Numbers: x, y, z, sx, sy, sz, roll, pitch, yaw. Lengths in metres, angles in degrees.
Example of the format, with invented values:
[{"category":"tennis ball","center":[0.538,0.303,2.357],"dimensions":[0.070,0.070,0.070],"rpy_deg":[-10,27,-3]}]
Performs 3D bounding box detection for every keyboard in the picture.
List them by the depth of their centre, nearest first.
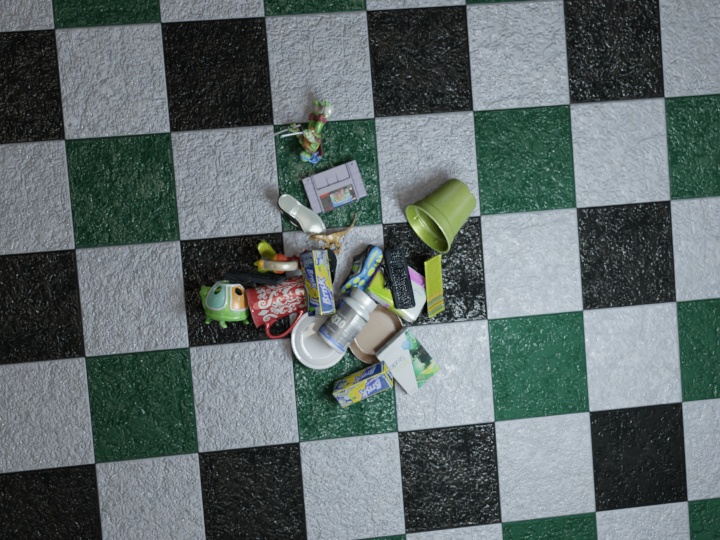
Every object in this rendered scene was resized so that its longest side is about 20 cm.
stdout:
[{"category":"keyboard","center":[-0.351,0.024,1.678],"dimensions":[0.195,0.127,0.021],"rpy_deg":[7,110,17]},{"category":"keyboard","center":[0.121,0.027,1.695],"dimensions":[0.102,0.040,0.205],"rpy_deg":[-10,81,-16]}]

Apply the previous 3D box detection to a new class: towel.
[{"category":"towel","center":[0.248,0.053,1.737],"dimensions":[0.085,0.018,0.205],"rpy_deg":[-28,120,-41]}]

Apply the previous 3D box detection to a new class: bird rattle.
[{"category":"bird rattle","center":[-0.256,-0.019,1.696],"dimensions":[0.195,0.163,0.115],"rpy_deg":[15,102,4]}]

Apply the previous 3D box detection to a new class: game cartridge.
[{"category":"game cartridge","center":[-0.087,-0.279,1.758],"dimensions":[0.196,0.038,0.132],"rpy_deg":[-20,89,-3]}]

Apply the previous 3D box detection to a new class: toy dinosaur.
[{"category":"toy dinosaur","center":[-0.080,-0.111,1.740],"dimensions":[0.197,0.108,0.060],"rpy_deg":[-22,49,-35]}]

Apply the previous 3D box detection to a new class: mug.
[{"category":"mug","center":[-0.260,0.114,1.721],"dimensions":[0.196,0.134,0.181],"rpy_deg":[-17,110,-7]}]

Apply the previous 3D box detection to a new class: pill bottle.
[{"category":"pill bottle","center":[-0.042,0.161,1.695],"dimensions":[0.113,0.114,0.201],"rpy_deg":[39,85,-4]}]

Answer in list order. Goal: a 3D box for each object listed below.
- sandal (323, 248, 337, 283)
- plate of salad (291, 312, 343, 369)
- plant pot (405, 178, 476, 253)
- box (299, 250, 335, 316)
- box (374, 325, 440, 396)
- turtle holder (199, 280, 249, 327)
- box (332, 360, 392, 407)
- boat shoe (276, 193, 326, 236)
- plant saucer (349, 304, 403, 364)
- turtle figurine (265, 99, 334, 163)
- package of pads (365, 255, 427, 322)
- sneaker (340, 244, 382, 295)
[{"category":"sandal","center":[-0.113,0.028,1.732],"dimensions":[0.074,0.048,0.205],"rpy_deg":[0,108,-34]},{"category":"plate of salad","center":[-0.138,0.231,1.761],"dimensions":[0.195,0.048,0.206],"rpy_deg":[0,90,-14]},{"category":"plant pot","center":[0.278,-0.196,1.717],"dimensions":[0.184,0.200,0.201],"rpy_deg":[-44,93,-13]},{"category":"box","center":[-0.137,0.041,1.652],"dimensions":[0.063,0.069,0.205],"rpy_deg":[-10,86,40]},{"category":"box","center":[0.162,0.309,1.762],"dimensions":[0.144,0.036,0.201],"rpy_deg":[-41,110,-2]},{"category":"turtle holder","center":[-0.442,0.101,1.702],"dimensions":[0.138,0.184,0.135],"rpy_deg":[-1,100,-30]},{"category":"box","center":[0.009,0.379,1.727],"dimensions":[0.197,0.065,0.071],"rpy_deg":[-27,112,16]},{"category":"boat shoe","center":[-0.200,-0.177,1.740],"dimensions":[0.199,0.060,0.075],"rpy_deg":[37,79,-18]},{"category":"plant saucer","center":[0.050,0.216,1.777],"dimensions":[0.195,0.037,0.206],"rpy_deg":[0,92,-3]},{"category":"turtle figurine","center":[-0.183,-0.473,1.693],"dimensions":[0.197,0.144,0.197],"rpy_deg":[29,86,-7]},{"category":"package of pads","center":[0.130,0.062,1.746],"dimensions":[0.198,0.068,0.156],"rpy_deg":[32,74,-3]},{"category":"sneaker","center":[0.000,0.000,1.753],"dimensions":[0.070,0.083,0.201],"rpy_deg":[29,101,-33]}]
